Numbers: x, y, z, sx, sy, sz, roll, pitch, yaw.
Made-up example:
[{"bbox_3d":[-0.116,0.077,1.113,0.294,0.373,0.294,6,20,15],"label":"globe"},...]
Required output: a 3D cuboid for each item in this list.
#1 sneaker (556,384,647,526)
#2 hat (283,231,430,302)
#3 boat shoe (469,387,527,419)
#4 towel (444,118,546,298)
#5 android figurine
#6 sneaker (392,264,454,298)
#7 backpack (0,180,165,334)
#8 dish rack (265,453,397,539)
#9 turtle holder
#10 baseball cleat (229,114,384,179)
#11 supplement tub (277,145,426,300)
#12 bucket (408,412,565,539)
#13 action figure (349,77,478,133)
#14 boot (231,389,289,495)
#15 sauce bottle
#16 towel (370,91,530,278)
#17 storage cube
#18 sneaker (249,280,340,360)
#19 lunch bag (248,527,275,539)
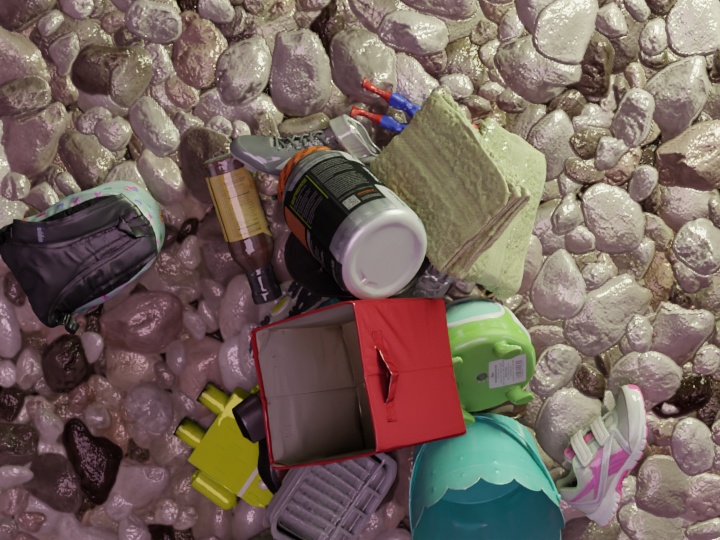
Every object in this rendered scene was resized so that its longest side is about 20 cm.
[{"bbox_3d":[0.325,0.245,1.551,0.087,0.081,0.203,18,102,-3],"label":"sneaker"},{"bbox_3d":[0.000,0.000,1.454,0.197,0.202,0.082,-5,128,4],"label":"hat"},{"bbox_3d":[0.132,0.197,1.555,0.199,0.075,0.076,-14,107,5],"label":"boat shoe"},{"bbox_3d":[0.172,-0.076,1.451,0.147,0.036,0.203,20,83,-42],"label":"towel"},{"bbox_3d":[-0.157,0.249,1.595,0.199,0.041,0.183,37,101,-4],"label":"android figurine"},{"bbox_3d":[0.092,0.002,1.507,0.074,0.087,0.202,25,103,-5],"label":"sneaker"},{"bbox_3d":[-0.355,-0.036,1.499,0.198,0.127,0.168,-27,111,7],"label":"backpack"},{"bbox_3d":[-0.043,0.295,1.533,0.043,0.200,0.173,30,81,36],"label":"dish rack"},{"bbox_3d":[0.131,0.114,1.485,0.184,0.133,0.141,-34,130,16],"label":"turtle holder"},{"bbox_3d":[-0.065,-0.162,1.469,0.197,0.070,0.107,11,124,-22],"label":"baseball cleat"},{"bbox_3d":[-0.017,-0.063,1.371,0.121,0.200,0.124,-17,129,-23],"label":"supplement tub"},{"bbox_3d":[0.159,0.297,1.512,0.203,0.136,0.210,-2,127,-3],"label":"bucket"},{"bbox_3d":[0.085,-0.179,1.466,0.197,0.099,0.066,22,104,-5],"label":"action figure"},{"bbox_3d":[-0.057,0.211,1.558,0.198,0.068,0.191,-29,105,-20],"label":"boot"},{"bbox_3d":[-0.153,-0.056,1.517,0.064,0.065,0.203,-14,102,5],"label":"sauce bottle"},{"bbox_3d":[0.104,-0.104,1.385,0.149,0.036,0.201,-46,61,18],"label":"towel"},{"bbox_3d":[0.000,0.134,1.372,0.198,0.178,0.174,-17,80,39],"label":"storage cube"},{"bbox_3d":[-0.066,0.057,1.543,0.200,0.078,0.080,-47,130,4],"label":"sneaker"},{"bbox_3d":[-0.136,0.458,1.573,0.198,0.168,0.141,-29,100,8],"label":"lunch bag"}]
